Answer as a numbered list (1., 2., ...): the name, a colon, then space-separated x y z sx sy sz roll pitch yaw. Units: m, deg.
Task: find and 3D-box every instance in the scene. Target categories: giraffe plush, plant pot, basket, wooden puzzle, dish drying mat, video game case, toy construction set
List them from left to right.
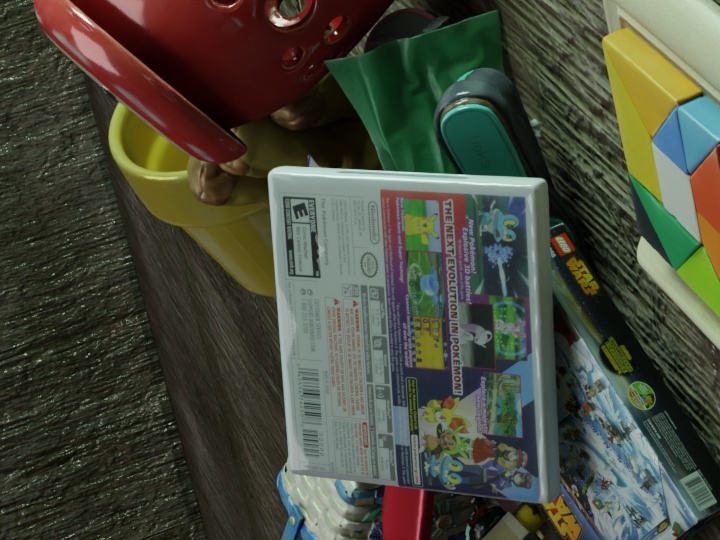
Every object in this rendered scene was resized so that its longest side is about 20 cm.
1. plant pot: -0.102 -0.185 1.490 0.200 0.183 0.200 39 -177 -3
2. plant pot: -0.090 -0.087 1.943 0.189 0.200 0.201 60 177 -40
3. giraffe plush: -0.003 -0.056 1.629 0.173 0.200 0.163 -47 66 48
4. basket: 0.010 0.205 1.938 0.139 0.176 0.200 59 152 31
5. video game case: 0.033 0.038 1.368 0.023 0.182 0.201 -29 -60 -59
6. dish drying mat: 0.036 0.093 1.452 0.077 0.018 0.201 -146 59 -71
7. toy construction set: 0.099 0.215 1.492 0.092 0.200 0.131 27 174 26
8. wooden puzzle: 0.174 -0.049 1.161 0.185 0.037 0.201 -126 21 -54

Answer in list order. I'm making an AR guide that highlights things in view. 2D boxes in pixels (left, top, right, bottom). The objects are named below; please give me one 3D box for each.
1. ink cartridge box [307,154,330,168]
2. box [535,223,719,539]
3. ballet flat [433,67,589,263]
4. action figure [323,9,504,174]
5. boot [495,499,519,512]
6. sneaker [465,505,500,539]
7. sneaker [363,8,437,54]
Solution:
1. ink cartridge box: 0.000 0.000 1.485 0.200 0.039 0.100 -125 38 -61
2. box: 0.136 0.089 1.378 0.200 0.040 0.137 59 147 14
3. ballet flat: 0.102 -0.045 1.429 0.200 0.073 0.073 65 172 -30
4. action figure: 0.060 -0.066 1.488 0.055 0.118 0.201 -78 -28 -70
5. boot: 0.107 0.157 1.688 0.167 0.072 0.200 62 171 18
6. sneaker: 0.119 0.283 1.808 0.140 0.077 0.201 175 76 -77
7. sneaker: 0.061 -0.092 1.557 0.095 0.079 0.201 -71 -33 -74
